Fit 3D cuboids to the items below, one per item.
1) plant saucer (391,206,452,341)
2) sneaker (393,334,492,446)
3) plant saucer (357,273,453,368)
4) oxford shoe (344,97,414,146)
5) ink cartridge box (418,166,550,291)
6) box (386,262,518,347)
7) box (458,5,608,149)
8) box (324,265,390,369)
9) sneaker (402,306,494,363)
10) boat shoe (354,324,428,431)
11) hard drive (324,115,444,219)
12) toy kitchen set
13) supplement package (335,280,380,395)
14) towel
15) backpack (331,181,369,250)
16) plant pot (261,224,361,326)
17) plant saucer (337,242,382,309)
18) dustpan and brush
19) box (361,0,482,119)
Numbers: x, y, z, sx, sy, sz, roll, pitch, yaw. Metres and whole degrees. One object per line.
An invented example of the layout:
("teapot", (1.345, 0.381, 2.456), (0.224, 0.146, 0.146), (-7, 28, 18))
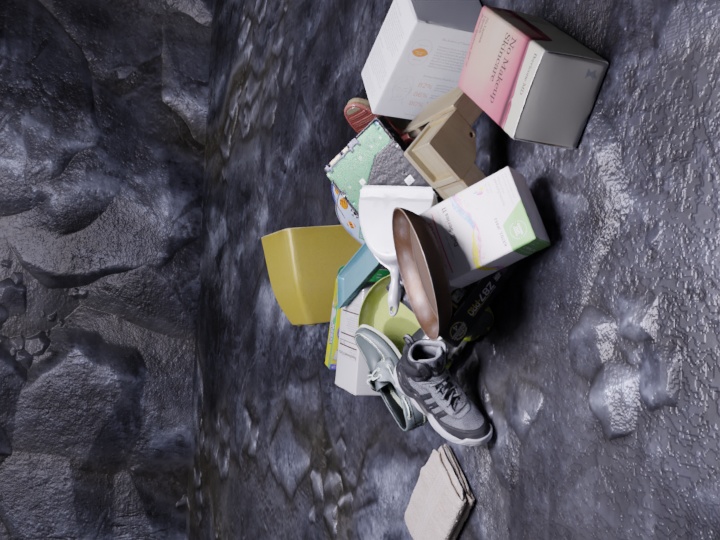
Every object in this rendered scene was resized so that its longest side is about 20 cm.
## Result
("plant saucer", (0.093, 0.001, 1.316), (0.200, 0.034, 0.204), (164, 91, -82))
("sneaker", (0.128, 0.183, 1.399), (0.199, 0.075, 0.115), (40, 148, 29))
("plant saucer", (0.086, 0.103, 1.557), (0.197, 0.031, 0.204), (3, 95, 31))
("oxford shoe", (0.044, -0.279, 1.629), (0.070, 0.198, 0.076), (-13, 67, 38))
("ink cartridge box", (0.162, -0.051, 1.314), (0.198, 0.067, 0.119), (-28, 71, 27))
("box", (0.140, 0.011, 1.430), (0.162, 0.049, 0.200), (-55, 31, 2))
("box", (0.237, -0.276, 1.266), (0.201, 0.107, 0.130), (-120, 40, -54))
("box", (0.001, 0.095, 1.764), (0.048, 0.115, 0.204), (-151, 67, -72))
("sneaker", (0.144, 0.090, 1.475), (0.199, 0.074, 0.086), (-36, 40, 38))
("boat shoe", (0.045, 0.182, 1.521), (0.201, 0.061, 0.073), (54, 149, 12))
("hard drive", (0.047, -0.134, 1.482), (0.139, 0.038, 0.201), (-41, 88, 26))
("toy kitchen set", (0.176, -0.194, 1.449), (0.201, 0.181, 0.163), (-51, 17, -22))
("supplement package", (0.032, 0.125, 1.677), (0.119, 0.119, 0.204), (-171, 84, -69))
("towel", (0.129, 0.406, 1.514), (0.133, 0.034, 0.203), (-117, 37, -52))
("backpack", (0.036, -0.135, 1.606), (0.190, 0.153, 0.201), (42, 134, 17))
("plant pot", (-0.086, 0.013, 1.915), (0.194, 0.192, 0.204), (171, 93, -67))
("plant saucer", (0.000, 0.000, 1.598), (0.200, 0.019, 0.071), (132, 142, -55))
("dustpan and brush", (0.056, -0.030, 1.443), (0.137, 0.057, 0.204), (4, 82, 27))
("box", (0.110, -0.367, 1.530), (0.201, 0.150, 0.108), (120, 146, -45))
